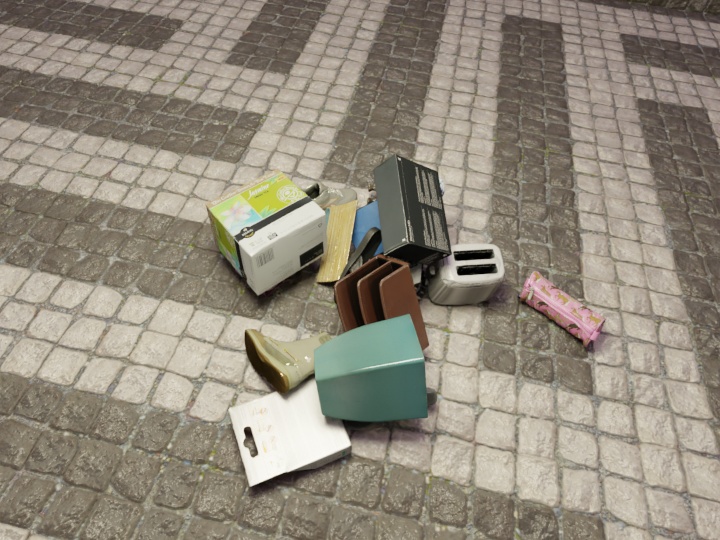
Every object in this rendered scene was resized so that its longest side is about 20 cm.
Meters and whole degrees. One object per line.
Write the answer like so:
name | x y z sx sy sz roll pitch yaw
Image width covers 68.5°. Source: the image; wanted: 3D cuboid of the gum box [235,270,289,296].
gum box | -0.197 -0.045 1.287 0.113 0.067 0.200 34 56 23

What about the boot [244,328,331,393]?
boot | -0.145 0.166 1.112 0.153 0.073 0.199 -19 33 -33

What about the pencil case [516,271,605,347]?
pencil case | 0.464 0.088 1.222 0.199 0.084 0.086 39 57 24

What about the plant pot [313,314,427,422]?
plant pot | 0.014 0.193 1.002 0.196 0.143 0.142 -8 30 -2

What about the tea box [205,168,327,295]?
tea box | -0.208 -0.092 1.193 0.199 0.135 0.196 -33 57 -26

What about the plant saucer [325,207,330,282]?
plant saucer | -0.073 -0.064 1.322 0.019 0.070 0.202 22 37 -42

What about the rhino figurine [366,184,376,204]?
rhino figurine | 0.059 -0.143 1.396 0.086 0.060 0.203 5 52 -3

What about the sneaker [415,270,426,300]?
sneaker | 0.102 -0.003 1.284 0.089 0.078 0.203 -19 57 27

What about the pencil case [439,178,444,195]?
pencil case | 0.151 -0.150 1.318 0.082 0.201 0.091 30 59 11

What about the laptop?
laptop | 0.043 -0.050 1.220 0.185 0.116 0.202 -23 40 34

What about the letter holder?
letter holder | 0.042 0.095 1.091 0.141 0.203 0.100 -31 29 -27

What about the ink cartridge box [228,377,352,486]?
ink cartridge box | -0.135 0.308 1.017 0.197 0.051 0.162 -18 54 -15

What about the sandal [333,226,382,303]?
sandal | 0.000 -0.001 1.194 0.048 0.203 0.075 35 14 27

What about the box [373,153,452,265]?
box | 0.110 -0.127 1.131 0.140 0.078 0.204 13 63 -42

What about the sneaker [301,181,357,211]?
sneaker | -0.089 -0.195 1.398 0.198 0.093 0.076 -20 53 -30

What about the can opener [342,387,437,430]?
can opener | 0.057 0.272 1.066 0.196 0.053 0.068 -8 85 -9

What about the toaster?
toaster | 0.250 0.008 1.228 0.196 0.130 0.116 -2 68 -7

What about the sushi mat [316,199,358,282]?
sushi mat | -0.055 -0.069 1.272 0.095 0.012 0.204 -5 68 41
